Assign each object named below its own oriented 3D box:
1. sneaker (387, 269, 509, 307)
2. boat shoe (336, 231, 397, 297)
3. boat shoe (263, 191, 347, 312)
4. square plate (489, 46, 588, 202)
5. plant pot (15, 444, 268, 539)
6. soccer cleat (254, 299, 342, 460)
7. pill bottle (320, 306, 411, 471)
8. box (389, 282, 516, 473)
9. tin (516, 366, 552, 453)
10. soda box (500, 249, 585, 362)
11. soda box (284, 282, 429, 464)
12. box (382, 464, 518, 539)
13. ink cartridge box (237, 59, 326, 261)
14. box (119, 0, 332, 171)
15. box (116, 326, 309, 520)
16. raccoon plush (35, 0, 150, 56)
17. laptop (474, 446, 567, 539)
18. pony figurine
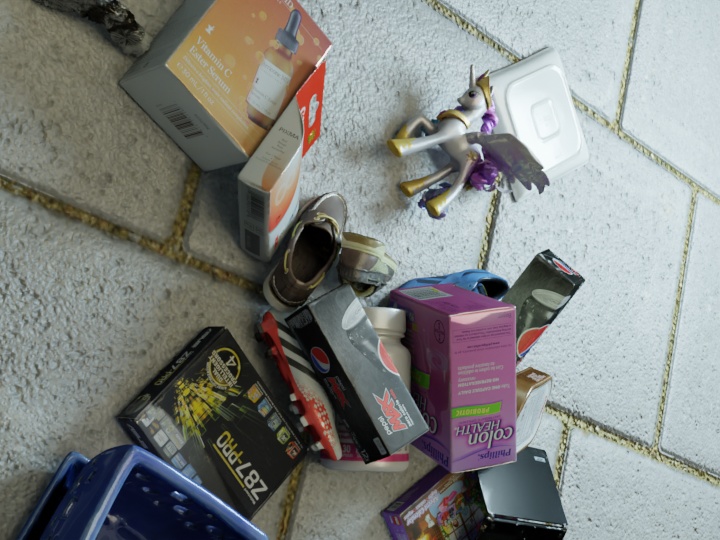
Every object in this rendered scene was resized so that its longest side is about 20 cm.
[{"bbox_3d":[0.125,0.037,1.536,0.199,0.078,0.066,-14,97,-39],"label":"sneaker"},{"bbox_3d":[0.001,0.000,1.389,0.071,0.201,0.066,20,83,8],"label":"boat shoe"},{"bbox_3d":[-0.056,-0.034,1.371,0.072,0.059,0.200,39,46,-11],"label":"boat shoe"},{"bbox_3d":[0.280,-0.232,1.724,0.199,0.028,0.199,-29,104,-38],"label":"square plate"},{"bbox_3d":[-0.246,0.305,1.126,0.200,0.179,0.201,42,61,-31],"label":"plant pot"},{"bbox_3d":[-0.056,0.131,1.343,0.085,0.069,0.201,-24,79,-15],"label":"soccer cleat"},{"bbox_3d":[0.008,0.150,1.401,0.113,0.113,0.202,7,81,-40],"label":"pill bottle"},{"bbox_3d":[0.117,0.132,1.423,0.096,0.176,0.202,-7,102,-22],"label":"box"},{"bbox_3d":[0.222,0.197,1.531,0.200,0.042,0.113,-6,118,-68],"label":"tin"},{"bbox_3d":[0.219,0.071,1.530,0.071,0.200,0.063,41,22,16],"label":"soda box"},{"bbox_3d":[-0.004,0.121,1.303,0.071,0.063,0.201,-28,88,-34],"label":"soda box"},{"bbox_3d":[0.129,0.342,1.536,0.200,0.039,0.138,-32,107,-38],"label":"box"},{"bbox_3d":[-0.078,-0.129,1.330,0.050,0.163,0.200,29,63,11],"label":"ink cartridge box"},{"bbox_3d":[-0.154,-0.244,1.301,0.152,0.106,0.201,46,59,-28],"label":"box"},{"bbox_3d":[-0.167,0.191,1.290,0.161,0.049,0.201,-45,116,-32],"label":"box"},{"bbox_3d":[-0.301,-0.346,1.223,0.200,0.096,0.135,59,33,-57],"label":"raccoon plush"},{"bbox_3d":[0.197,0.354,1.562,0.177,0.103,0.201,17,100,-39],"label":"laptop"},{"bbox_3d":[0.148,-0.162,1.542,0.200,0.166,0.194,-38,103,-19],"label":"pony figurine"}]
